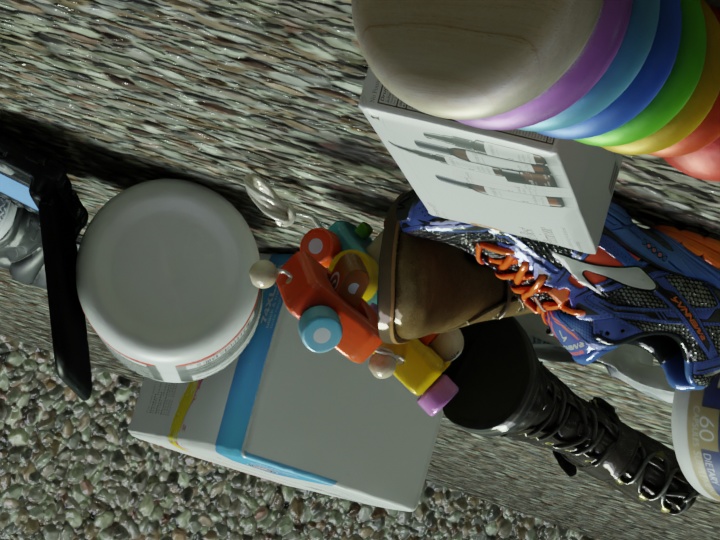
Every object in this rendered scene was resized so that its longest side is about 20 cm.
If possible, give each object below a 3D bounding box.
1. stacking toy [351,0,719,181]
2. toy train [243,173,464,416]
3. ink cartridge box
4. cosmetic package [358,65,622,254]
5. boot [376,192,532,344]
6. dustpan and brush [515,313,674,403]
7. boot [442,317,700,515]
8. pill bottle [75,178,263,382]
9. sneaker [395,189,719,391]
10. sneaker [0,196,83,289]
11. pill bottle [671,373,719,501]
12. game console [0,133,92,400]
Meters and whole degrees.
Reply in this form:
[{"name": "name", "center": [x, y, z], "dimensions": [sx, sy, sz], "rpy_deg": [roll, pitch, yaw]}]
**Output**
[{"name": "stacking toy", "center": [0.081, -0.071, 0.865], "dimensions": [0.085, 0.086, 0.200], "rpy_deg": [12, 176, 33]}, {"name": "toy train", "center": [0.000, 0.000, 1.488], "dimensions": [0.150, 0.056, 0.200], "rpy_deg": [40, -167, -24]}, {"name": "ink cartridge box", "center": [-0.048, 0.077, 1.929], "dimensions": [0.146, 0.147, 0.200], "rpy_deg": [20, 172, -27]}, {"name": "cosmetic package", "center": [0.057, -0.055, 1.108], "dimensions": [0.082, 0.051, 0.200], "rpy_deg": [16, 172, 12]}, {"name": "boot", "center": [0.058, -0.001, 1.381], "dimensions": [0.075, 0.074, 0.200], "rpy_deg": [7, -172, 17]}, {"name": "dustpan and brush", "center": [0.143, 0.045, 1.607], "dimensions": [0.139, 0.058, 0.199], "rpy_deg": [21, 171, -31]}, {"name": "boot", "center": [0.129, 0.091, 1.587], "dimensions": [0.173, 0.070, 0.200], "rpy_deg": [32, -178, -13]}, {"name": "pill bottle", "center": [-0.120, 0.012, 1.734], "dimensions": [0.115, 0.117, 0.200], "rpy_deg": [16, 173, 0]}, {"name": "sneaker", "center": [0.108, 0.004, 1.316], "dimensions": [0.199, 0.079, 0.075], "rpy_deg": [19, 172, -16]}, {"name": "sneaker", "center": [-0.273, -0.031, 1.906], "dimensions": [0.113, 0.076, 0.199], "rpy_deg": [26, 166, -38]}, {"name": "pill bottle", "center": [0.272, 0.084, 1.413], "dimensions": [0.199, 0.112, 0.111], "rpy_deg": [10, 170, 41]}, {"name": "game console", "center": [-0.230, -0.014, 1.696], "dimensions": [0.175, 0.117, 0.200], "rpy_deg": [26, 172, 2]}]
